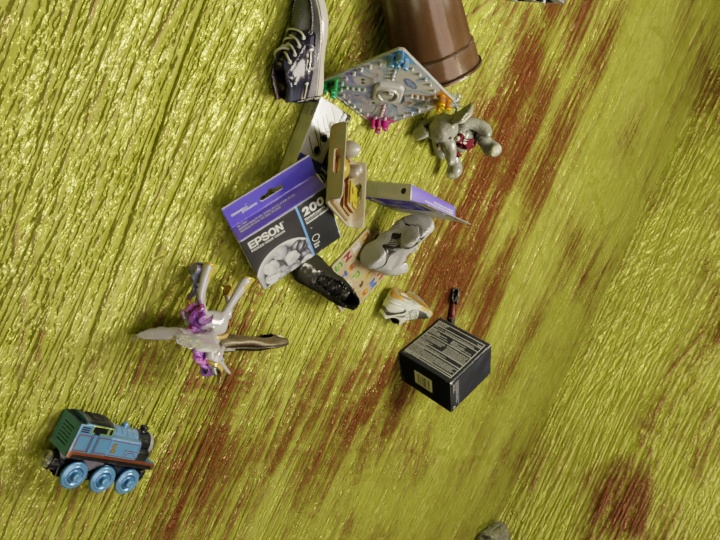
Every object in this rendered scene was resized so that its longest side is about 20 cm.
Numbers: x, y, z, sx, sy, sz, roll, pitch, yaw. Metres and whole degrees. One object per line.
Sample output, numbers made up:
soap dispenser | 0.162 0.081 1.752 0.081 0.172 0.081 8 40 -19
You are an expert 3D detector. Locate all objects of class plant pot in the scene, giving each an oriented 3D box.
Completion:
plant pot | 0.132 -0.492 1.115 0.199 0.198 0.202 -39 128 -27

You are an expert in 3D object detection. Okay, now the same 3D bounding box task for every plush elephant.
plush elephant | 0.219 -0.319 1.325 0.154 0.162 0.205 -34 105 -48

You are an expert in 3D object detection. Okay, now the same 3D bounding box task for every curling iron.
curling iron | 0.286 0.144 1.739 0.050 0.025 0.205 -72 167 -59

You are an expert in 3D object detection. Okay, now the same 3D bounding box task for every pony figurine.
pony figurine | -0.285 0.092 0.999 0.192 0.163 0.206 25 75 -53

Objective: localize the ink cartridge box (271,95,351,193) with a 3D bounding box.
ink cartridge box | -0.096 -0.232 1.101 0.093 0.044 0.205 16 99 -50

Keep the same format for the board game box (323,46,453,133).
board game box | 0.054 -0.342 1.093 0.198 0.196 0.027 21 68 -49

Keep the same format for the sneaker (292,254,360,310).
sneaker | -0.068 0.028 1.232 0.198 0.090 0.077 31 91 -45

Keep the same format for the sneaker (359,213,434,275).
sneaker | 0.100 -0.057 1.342 0.197 0.076 0.115 -32 151 15

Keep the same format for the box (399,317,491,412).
box | 0.251 0.273 1.637 0.197 0.198 0.126 -33 132 -31

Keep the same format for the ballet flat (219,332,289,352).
ballet flat | -0.228 0.143 1.151 0.197 0.066 0.048 4 75 -46

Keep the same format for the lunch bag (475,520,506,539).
lunch bag | 0.641 1.319 2.683 0.198 0.137 0.173 6 89 -52

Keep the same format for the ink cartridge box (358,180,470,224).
ink cartridge box | 0.129 -0.156 1.272 0.196 0.197 0.045 13 92 -50

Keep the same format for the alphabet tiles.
alphabet tiles | 0.000 0.000 1.363 0.200 0.006 0.168 -47 138 -21

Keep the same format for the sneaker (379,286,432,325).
sneaker | 0.120 0.107 1.517 0.198 0.076 0.088 23 108 -48

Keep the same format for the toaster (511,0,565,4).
toaster | 0.402 -0.731 1.285 0.117 0.179 0.205 -11 119 -42

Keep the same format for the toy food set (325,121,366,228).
toy food set | -0.018 -0.180 1.092 0.200 0.059 0.148 43 48 -72

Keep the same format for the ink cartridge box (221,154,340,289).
ink cartridge box | -0.143 -0.088 1.068 0.196 0.043 0.202 -35 141 -13

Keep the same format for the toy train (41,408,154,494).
toy train | -0.448 0.317 0.973 0.199 0.085 0.117 37 76 -50

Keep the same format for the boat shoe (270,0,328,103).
boat shoe | -0.111 -0.392 0.974 0.092 0.073 0.205 -31 131 -43
